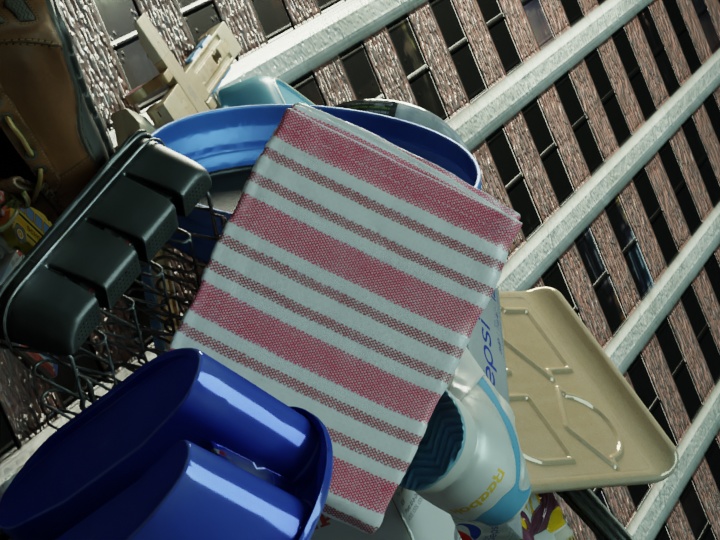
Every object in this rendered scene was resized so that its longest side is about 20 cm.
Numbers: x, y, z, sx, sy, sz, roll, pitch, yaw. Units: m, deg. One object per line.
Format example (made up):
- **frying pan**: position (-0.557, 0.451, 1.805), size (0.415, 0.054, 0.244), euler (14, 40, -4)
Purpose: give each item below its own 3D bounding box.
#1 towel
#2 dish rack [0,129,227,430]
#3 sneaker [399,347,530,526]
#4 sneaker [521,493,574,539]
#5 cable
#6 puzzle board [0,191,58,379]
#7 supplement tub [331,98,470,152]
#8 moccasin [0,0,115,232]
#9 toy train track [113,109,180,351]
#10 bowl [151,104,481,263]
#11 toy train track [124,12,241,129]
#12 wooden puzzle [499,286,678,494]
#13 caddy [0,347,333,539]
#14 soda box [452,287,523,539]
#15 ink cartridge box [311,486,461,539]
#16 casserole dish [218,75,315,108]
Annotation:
- **towel**: position (-0.016, 0.025, 1.546), size (0.200, 0.146, 0.030), euler (-64, -177, -13)
- **dish rack**: position (-0.122, 0.044, 1.564), size (0.153, 0.054, 0.200), euler (-52, 149, -34)
- **sneaker**: position (0.035, 0.066, 1.625), size (0.081, 0.076, 0.200), euler (36, 22, -38)
- **sneaker**: position (0.089, 0.174, 2.040), size (0.090, 0.075, 0.200), euler (63, 14, 5)
- **cable**: position (0.152, 0.139, 2.135), size (0.200, 0.050, 0.097), euler (43, -11, 19)
- **puzzle board**: position (-0.216, -0.052, 1.560), size (0.200, 0.017, 0.151), euler (47, 31, -45)
- **supplement tub**: position (0.000, 0.000, 1.784), size (0.123, 0.122, 0.200), euler (54, 35, -36)
- **moccasin**: position (-0.174, -0.064, 1.554), size (0.201, 0.078, 0.074), euler (74, -4, -51)
- **toy train track**: position (-0.112, -0.004, 1.724), size (0.115, 0.032, 0.200), euler (24, 51, -61)
- **bowl**: position (-0.030, -0.045, 1.670), size (0.201, 0.200, 0.039), euler (-56, 152, -64)
- **toy train track**: position (-0.112, -0.118, 1.854), size (0.115, 0.033, 0.200), euler (56, 18, -12)
- **wooden puzzle**: position (0.109, 0.092, 2.063), size (0.200, 0.046, 0.185), euler (-4, 49, -45)
- **caddy**: position (-0.099, 0.134, 1.451), size (0.105, 0.200, 0.142), euler (37, 34, -27)
- **soda box**: position (0.059, 0.087, 1.914), size (0.068, 0.063, 0.200), euler (46, 32, -50)
- **ink cartridge box**: position (-0.004, 0.204, 1.668), size (0.200, 0.146, 0.084), euler (66, 20, -10)
- **casserole dish**: position (-0.022, -0.067, 1.956), size (0.200, 0.039, 0.121), euler (36, 20, -50)
